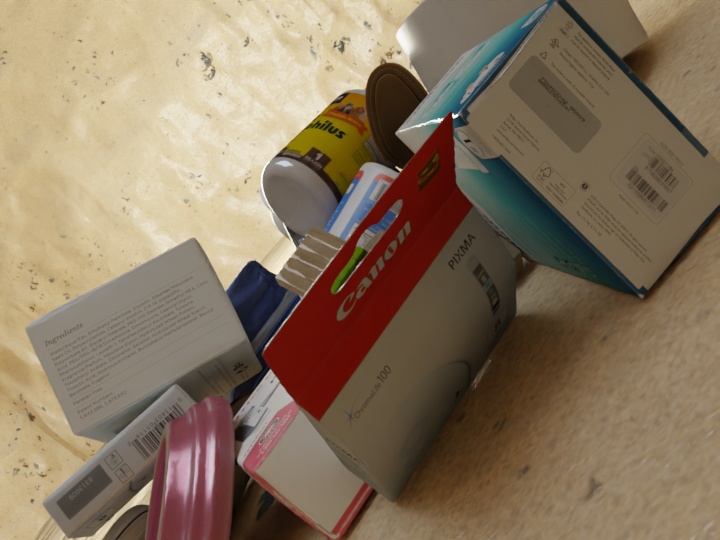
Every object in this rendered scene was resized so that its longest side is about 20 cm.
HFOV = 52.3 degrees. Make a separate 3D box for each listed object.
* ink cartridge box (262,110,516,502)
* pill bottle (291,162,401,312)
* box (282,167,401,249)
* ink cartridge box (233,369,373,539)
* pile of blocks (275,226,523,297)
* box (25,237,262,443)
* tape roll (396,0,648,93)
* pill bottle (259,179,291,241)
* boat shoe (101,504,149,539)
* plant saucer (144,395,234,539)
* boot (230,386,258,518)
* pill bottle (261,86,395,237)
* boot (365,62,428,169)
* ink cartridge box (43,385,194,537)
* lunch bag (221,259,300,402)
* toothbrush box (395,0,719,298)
[{"bbox_3d":[0.033,0.034,0.425,0.161,0.047,0.201,-52,-25,-17],"label":"ink cartridge box"},{"bbox_3d":[0.000,0.000,0.766,0.201,0.112,0.112,-59,11,-2],"label":"pill bottle"},{"bbox_3d":[-0.015,-0.074,0.921,0.159,0.045,0.200,-32,29,-1],"label":"box"},{"bbox_3d":[-0.035,0.118,0.605,0.146,0.085,0.200,-53,9,-17],"label":"ink cartridge box"},{"bbox_3d":[0.033,0.013,0.600,0.197,0.062,0.083,0,56,19],"label":"pile of blocks"},{"bbox_3d":[-0.232,0.091,0.835,0.199,0.132,0.199,-29,-13,-11],"label":"box"},{"bbox_3d":[0.153,-0.223,0.712,0.201,0.140,0.203,-31,4,2],"label":"tape roll"},{"bbox_3d":[-0.068,-0.085,1.109,0.113,0.113,0.200,-50,-31,-1],"label":"pill bottle"},{"bbox_3d":[-0.214,0.319,0.664,0.085,0.075,0.204,-1,55,36],"label":"boat shoe"},{"bbox_3d":[-0.146,0.205,0.605,0.200,0.050,0.203,-170,90,-73],"label":"plant saucer"},{"bbox_3d":[-0.139,0.219,0.768,0.200,0.070,0.147,-46,17,27],"label":"boot"},{"bbox_3d":[-0.018,-0.137,0.862,0.200,0.109,0.109,-50,9,-32],"label":"pill bottle"},{"bbox_3d":[0.071,-0.164,0.832,0.073,0.201,0.155,-20,30,21],"label":"boot"},{"bbox_3d":[-0.224,0.207,0.775,0.160,0.047,0.200,-43,-13,-14],"label":"ink cartridge box"},{"bbox_3d":[-0.144,0.095,1.028,0.201,0.132,0.136,-56,-5,-28],"label":"lunch bag"},{"bbox_3d":[0.115,-0.075,0.477,0.085,0.146,0.200,-48,9,0],"label":"toothbrush box"}]
